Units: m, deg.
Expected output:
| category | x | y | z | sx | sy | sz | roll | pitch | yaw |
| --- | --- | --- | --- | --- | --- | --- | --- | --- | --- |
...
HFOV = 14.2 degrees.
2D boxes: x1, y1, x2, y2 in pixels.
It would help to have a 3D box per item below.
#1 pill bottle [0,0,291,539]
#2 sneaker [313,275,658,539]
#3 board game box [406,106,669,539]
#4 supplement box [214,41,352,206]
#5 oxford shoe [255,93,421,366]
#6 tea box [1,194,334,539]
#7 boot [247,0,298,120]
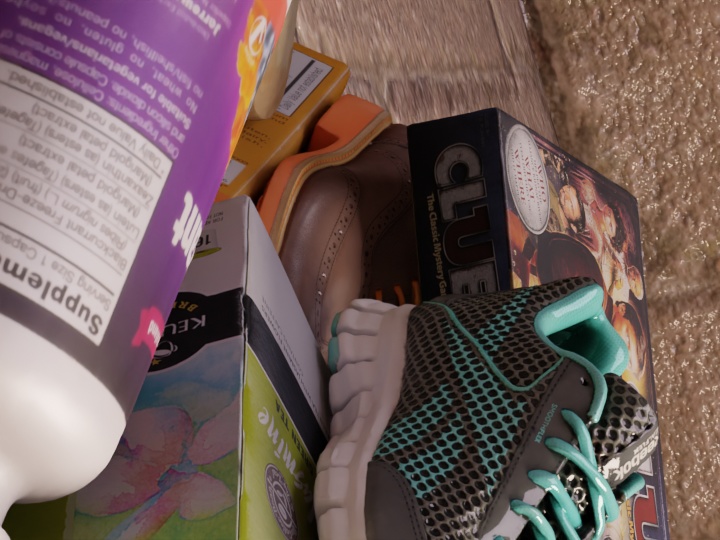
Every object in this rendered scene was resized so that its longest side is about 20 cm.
| category | x | y | z | sx | sy | sz | roll | pitch | yaw |
| --- | --- | --- | --- | --- | --- | --- | --- | --- | --- |
| pill bottle | -0.098 | -0.011 | 0.716 | 0.200 | 0.111 | 0.111 | -69 | 155 | -20 |
| sneaker | 0.039 | 0.059 | 0.803 | 0.200 | 0.091 | 0.078 | -89 | 159 | -57 |
| board game box | 0.064 | 0.059 | 0.962 | 0.135 | 0.035 | 0.201 | 24 | 58 | -63 |
| supplement box | -0.060 | -0.030 | 0.988 | 0.200 | 0.069 | 0.067 | -50 | 164 | -68 |
| oxford shoe | 0.000 | 0.000 | 0.959 | 0.200 | 0.073 | 0.071 | -59 | 171 | -59 |
| tea box | -0.058 | 0.126 | 0.817 | 0.197 | 0.133 | 0.200 | -93 | 163 | -54 |
| boot | -0.089 | -0.120 | 1.011 | 0.201 | 0.144 | 0.071 | -85 | -176 | -58 |
